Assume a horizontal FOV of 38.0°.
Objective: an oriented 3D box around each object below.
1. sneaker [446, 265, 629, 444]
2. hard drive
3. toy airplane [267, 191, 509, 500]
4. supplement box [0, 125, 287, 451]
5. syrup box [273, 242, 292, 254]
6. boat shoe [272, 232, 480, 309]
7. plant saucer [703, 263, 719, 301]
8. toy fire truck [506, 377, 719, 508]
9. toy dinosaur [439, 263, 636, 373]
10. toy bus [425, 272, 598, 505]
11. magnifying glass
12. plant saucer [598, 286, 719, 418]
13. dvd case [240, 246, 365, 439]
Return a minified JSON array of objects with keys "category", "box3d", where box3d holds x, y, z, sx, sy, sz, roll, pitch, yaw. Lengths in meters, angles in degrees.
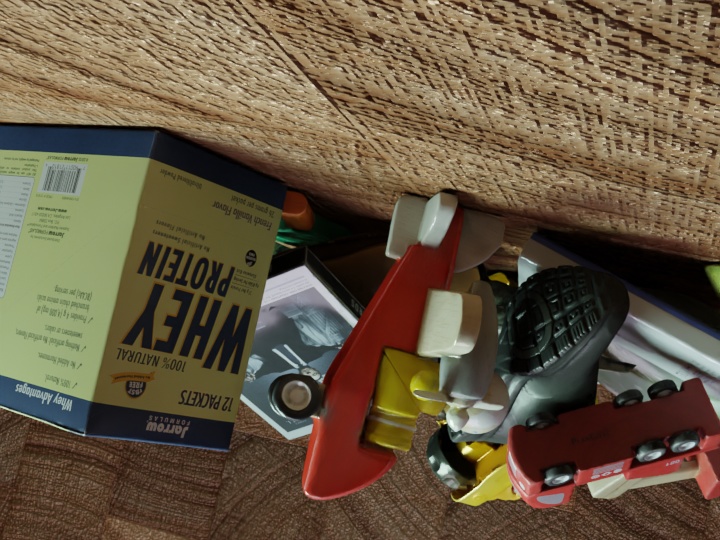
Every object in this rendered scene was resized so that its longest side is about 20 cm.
[{"category":"sneaker","box3d":[0.137,0.065,0.740,0.090,0.076,0.200,15,144,-17]},{"category":"hard drive","box3d":[0.209,0.042,0.767,0.200,0.025,0.132,30,175,13]},{"category":"toy airplane","box3d":[0.044,0.049,0.700,0.141,0.199,0.200,34,-145,-3]},{"category":"supplement box","box3d":[-0.187,0.010,0.770,0.200,0.201,0.134,8,173,39]},{"category":"syrup box","box3d":[-0.087,0.026,0.977,0.200,0.079,0.082,24,148,28]},{"category":"boat shoe","box3d":[0.000,0.000,0.875,0.199,0.071,0.070,-4,-155,9]},{"category":"plant saucer","box3d":[0.362,0.047,0.703,0.200,0.048,0.199,19,171,-42]},{"category":"toy fire truck","box3d":[0.204,0.137,0.770,0.199,0.049,0.141,-15,147,-3]},{"category":"toy dinosaur","box3d":[0.116,0.057,0.839,0.200,0.088,0.047,37,173,45]},{"category":"toy bus","box3d":[0.161,0.132,0.972,0.192,0.200,0.136,30,124,-30]},{"category":"magnifying glass","box3d":[-0.049,-0.038,0.882,0.079,0.022,0.200,10,172,3]},{"category":"plant saucer","box3d":[0.266,0.067,0.884,0.200,0.050,0.200,30,159,13]},{"category":"dvd case","box3d":[-0.053,0.068,0.874,0.150,0.025,0.200,-21,134,23]}]
